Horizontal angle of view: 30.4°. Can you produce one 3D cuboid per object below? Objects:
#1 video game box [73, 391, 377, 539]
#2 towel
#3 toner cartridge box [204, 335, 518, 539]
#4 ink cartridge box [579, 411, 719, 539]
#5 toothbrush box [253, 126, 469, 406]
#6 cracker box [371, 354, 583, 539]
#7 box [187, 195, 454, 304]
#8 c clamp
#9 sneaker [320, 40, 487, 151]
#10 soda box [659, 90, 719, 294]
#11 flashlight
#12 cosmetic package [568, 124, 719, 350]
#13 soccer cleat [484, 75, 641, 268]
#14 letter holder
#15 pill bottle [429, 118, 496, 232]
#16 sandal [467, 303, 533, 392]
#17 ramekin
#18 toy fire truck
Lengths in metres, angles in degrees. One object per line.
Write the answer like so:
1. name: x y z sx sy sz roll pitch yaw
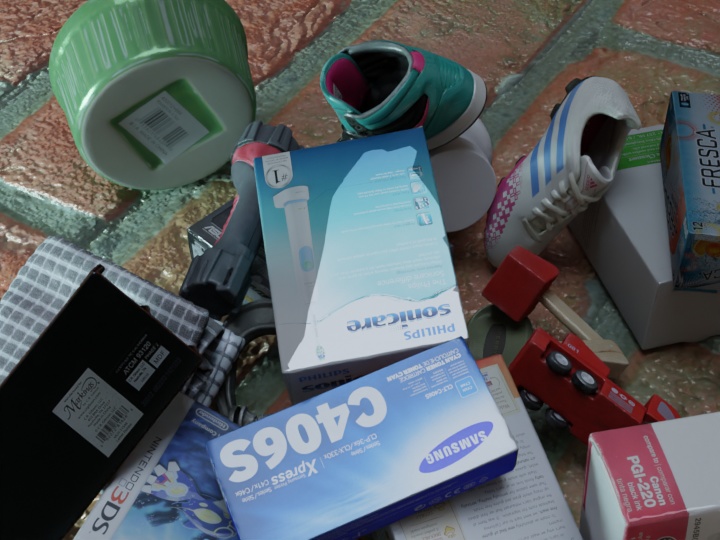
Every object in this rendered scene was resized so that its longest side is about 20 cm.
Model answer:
1. video game box: -0.097 0.203 0.940 0.198 0.047 0.183 29 50 -1
2. towel: -0.217 0.076 1.072 0.198 0.086 0.167 22 69 23
3. toner cartridge box: 0.001 0.129 0.919 0.198 0.043 0.096 -22 64 -9
4. ink cartridge box: 0.261 0.173 0.928 0.197 0.147 0.085 -10 42 -6
5. toothbrush box: 0.000 0.000 1.058 0.144 0.086 0.202 -11 58 -1
6. cracker box: 0.075 0.173 0.961 0.132 0.058 0.202 -12 61 -17
7. box: -0.037 -0.014 1.211 0.158 0.049 0.199 -35 53 -30
8. c clamp: -0.035 0.098 1.076 0.197 0.027 0.173 3 70 17
9. sneaker: -0.002 -0.123 1.124 0.199 0.120 0.084 -37 48 26
10. soda box: 0.295 -0.068 1.118 0.067 0.064 0.201 6 42 3
11. flashlight: -0.106 -0.044 1.169 0.067 0.068 0.201 13 51 9
12. cosmetic package: 0.264 -0.033 1.189 0.106 0.086 0.201 -11 43 -13
13. soccer cleat: 0.174 -0.074 1.161 0.069 0.201 0.087 14 26 -30
14. letter holder: -0.219 0.105 0.973 0.100 0.142 0.201 39 86 -10
15. pill bottle: 0.061 -0.121 1.247 0.110 0.113 0.201 -10 33 -8
16. sandal: 0.102 0.093 1.085 0.079 0.058 0.202 3 44 7
17. ramekin: -0.195 -0.172 1.283 0.197 0.201 0.098 -13 52 -11
18. toy fire truck: 0.178 0.075 1.074 0.199 0.049 0.141 37 30 6
